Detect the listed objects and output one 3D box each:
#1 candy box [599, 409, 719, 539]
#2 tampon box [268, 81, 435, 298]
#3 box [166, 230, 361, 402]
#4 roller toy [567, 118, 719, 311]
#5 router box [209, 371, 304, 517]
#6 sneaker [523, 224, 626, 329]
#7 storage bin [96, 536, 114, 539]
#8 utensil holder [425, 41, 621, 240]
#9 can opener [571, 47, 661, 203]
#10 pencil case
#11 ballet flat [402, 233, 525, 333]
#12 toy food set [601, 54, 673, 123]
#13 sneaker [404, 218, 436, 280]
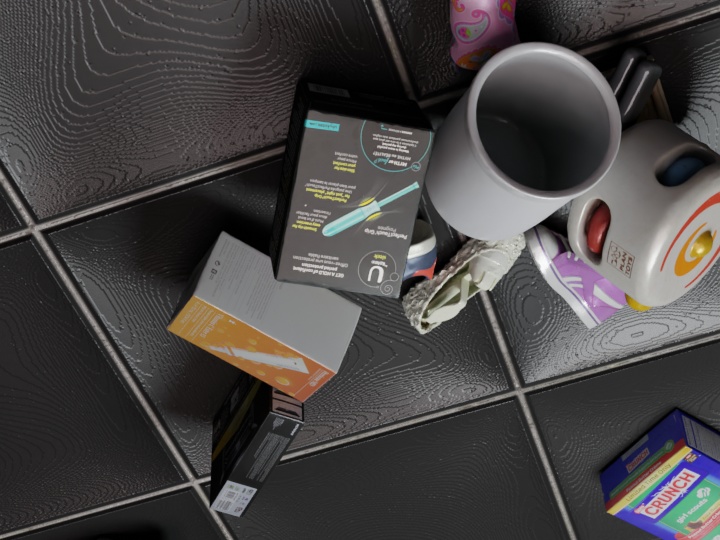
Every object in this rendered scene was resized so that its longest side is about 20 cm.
[{"bbox_3d":[0.479,0.315,1.982,0.199,0.078,0.169,28,123,-23],"label":"candy box"},{"bbox_3d":[-0.014,-0.092,1.539,0.148,0.127,0.203,9,110,-10],"label":"tampon box"},{"bbox_3d":[-0.119,0.059,1.664,0.198,0.098,0.124,29,150,-10],"label":"box"},{"bbox_3d":[0.333,-0.059,1.512,0.201,0.140,0.182,-55,148,8],"label":"roller toy"},{"bbox_3d":[-0.138,0.201,1.793,0.052,0.158,0.201,19,127,-19],"label":"router box"},{"bbox_3d":[0.287,-0.017,1.702,0.114,0.073,0.200,-32,135,17],"label":"sneaker"},{"bbox_3d":[-0.343,0.489,2.049,0.133,0.146,0.202,15,134,20],"label":"storage bin"},{"bbox_3d":[0.168,-0.134,1.479,0.168,0.172,0.200,9,166,-11],"label":"utensil holder"},{"bbox_3d":[0.287,-0.157,1.539,0.066,0.053,0.202,-9,132,-36],"label":"can opener"},{"bbox_3d":[0.125,-0.310,1.434,0.086,0.088,0.202,-7,131,3],"label":"pencil case"},{"bbox_3d":[0.136,0.015,1.716,0.071,0.072,0.200,35,119,-28],"label":"ballet flat"},{"bbox_3d":[0.301,-0.148,1.593,0.142,0.061,0.201,-19,129,12],"label":"toy food set"},{"bbox_3d":[0.000,0.000,1.688,0.197,0.075,0.085,-8,130,5],"label":"sneaker"}]
